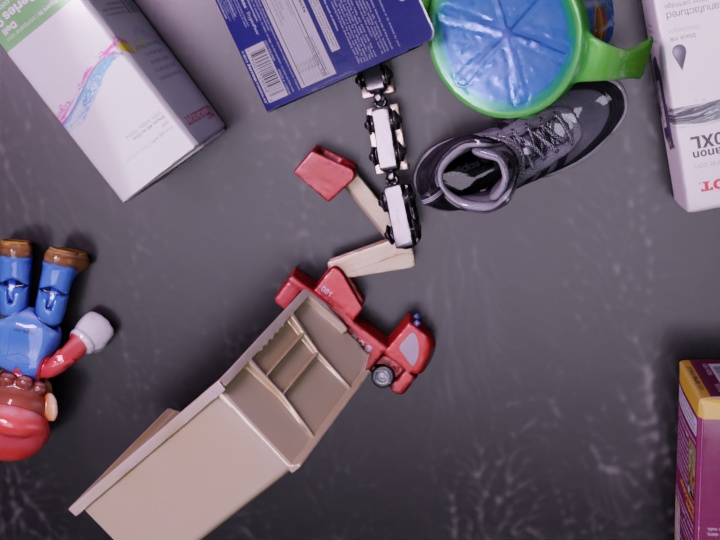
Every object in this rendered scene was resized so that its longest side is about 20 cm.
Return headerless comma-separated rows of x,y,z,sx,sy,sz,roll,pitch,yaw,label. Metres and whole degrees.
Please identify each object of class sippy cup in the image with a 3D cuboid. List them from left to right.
0.142,-0.201,1.223,0.140,0.130,0.178,-39,84,33,sippy cup

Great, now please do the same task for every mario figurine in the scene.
-0.304,0.074,1.360,0.123,0.106,0.200,13,92,38,mario figurine

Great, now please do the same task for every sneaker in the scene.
0.138,-0.100,1.262,0.200,0.114,0.076,-26,99,8,sneaker

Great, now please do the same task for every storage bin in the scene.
-0.109,0.134,1.258,0.094,0.199,0.200,47,120,-4,storage bin

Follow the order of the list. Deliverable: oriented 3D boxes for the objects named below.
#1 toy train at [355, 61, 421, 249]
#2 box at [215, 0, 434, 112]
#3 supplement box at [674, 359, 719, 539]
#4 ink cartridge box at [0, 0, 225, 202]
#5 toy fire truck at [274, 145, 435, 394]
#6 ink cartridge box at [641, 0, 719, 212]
0.024,-0.117,1.287,0.034,0.046,0.200,-11,88,14,toy train
-0.027,-0.218,1.241,0.200,0.032,0.121,-16,102,43,box
0.332,0.188,1.299,0.103,0.131,0.200,0,102,4,supplement box
-0.212,-0.166,1.256,0.087,0.145,0.200,-38,97,10,ink cartridge box
0.000,0.000,1.325,0.200,0.049,0.141,37,100,-5,toy fire truck
0.324,-0.160,1.253,0.145,0.084,0.200,-10,100,6,ink cartridge box
